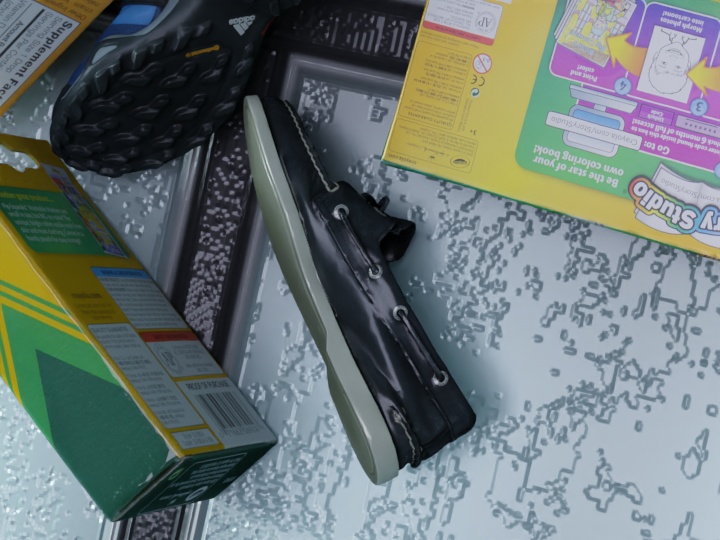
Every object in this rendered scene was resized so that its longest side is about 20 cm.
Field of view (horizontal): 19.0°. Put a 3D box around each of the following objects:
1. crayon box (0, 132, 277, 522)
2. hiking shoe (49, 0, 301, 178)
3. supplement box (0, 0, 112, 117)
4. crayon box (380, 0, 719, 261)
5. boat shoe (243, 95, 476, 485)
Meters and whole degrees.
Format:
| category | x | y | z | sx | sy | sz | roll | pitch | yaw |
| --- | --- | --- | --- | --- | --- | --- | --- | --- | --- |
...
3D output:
| category | x | y | z | sx | sy | sz | roll | pitch | yaw |
| --- | --- | --- | --- | --- | --- | --- | --- | --- | --- |
| crayon box | -0.137 | 0.024 | 1.035 | 0.052 | 0.126 | 0.200 | -41 | 77 | 13 |
| hiking shoe | -0.082 | -0.128 | 1.057 | 0.200 | 0.074 | 0.087 | -44 | 33 | 24 |
| supplement box | -0.150 | -0.162 | 1.040 | 0.200 | 0.069 | 0.067 | -38 | 46 | 28 |
| crayon box | 0.121 | -0.079 | 0.990 | 0.199 | 0.058 | 0.120 | 17 | 95 | 17 |
| boat shoe | 0.000 | -0.001 | 1.024 | 0.066 | 0.075 | 0.201 | -19 | 67 | -9 |
